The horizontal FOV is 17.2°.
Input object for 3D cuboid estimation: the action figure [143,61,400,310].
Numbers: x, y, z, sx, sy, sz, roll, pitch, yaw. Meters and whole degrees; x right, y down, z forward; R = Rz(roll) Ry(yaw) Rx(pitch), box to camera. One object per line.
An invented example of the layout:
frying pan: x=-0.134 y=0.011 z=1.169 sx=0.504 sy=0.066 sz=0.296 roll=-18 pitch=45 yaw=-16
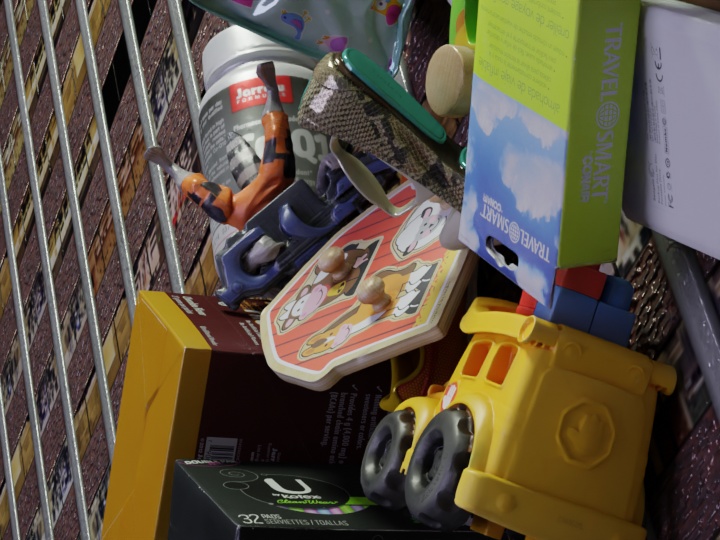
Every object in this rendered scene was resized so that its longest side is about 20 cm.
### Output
action figure: x=-0.038 y=-0.055 z=1.746 sx=0.194 sy=0.199 sz=0.105 roll=56 pitch=173 yaw=18

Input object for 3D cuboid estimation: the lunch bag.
lunch bag: x=-0.052 y=-0.231 z=1.696 sx=0.171 sy=0.198 sz=0.123 roll=-78 pitch=4 yaw=-68

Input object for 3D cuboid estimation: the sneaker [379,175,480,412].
sneaker: x=0.041 y=0.004 z=1.640 sx=0.073 sy=0.077 sz=0.201 roll=127 pitch=146 yaw=-55

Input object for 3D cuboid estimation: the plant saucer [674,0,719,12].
plant saucer: x=0.192 y=-0.169 z=1.288 sx=0.200 sy=0.029 sz=0.202 roll=167 pitch=90 yaw=-71

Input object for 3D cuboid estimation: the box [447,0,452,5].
box: x=0.097 y=-0.242 z=1.595 sx=0.119 sy=0.041 sz=0.201 roll=-120 pitch=42 yaw=-54

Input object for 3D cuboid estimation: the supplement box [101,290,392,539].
supplement box: x=-0.064 y=0.132 z=1.713 sx=0.133 sy=0.198 sz=0.199 roll=-139 pitch=57 yaw=-64

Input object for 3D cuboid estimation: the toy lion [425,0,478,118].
toy lion: x=0.120 y=-0.193 z=1.469 sx=0.200 sy=0.068 sz=0.193 roll=-2 pitch=84 yaw=60

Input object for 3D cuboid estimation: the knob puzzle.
knob puzzle: x=0.000 y=0.000 z=1.581 sx=0.219 sy=0.030 sz=0.220 roll=-34 pitch=25 yaw=18

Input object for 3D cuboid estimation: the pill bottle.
pill bottle: x=-0.069 y=-0.091 z=1.881 sx=0.114 sy=0.113 sz=0.201 roll=127 pitch=141 yaw=-53

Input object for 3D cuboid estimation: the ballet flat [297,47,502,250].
ballet flat: x=0.047 y=-0.060 z=1.496 sx=0.076 sy=0.199 sz=0.068 roll=-56 pitch=1 yaw=21

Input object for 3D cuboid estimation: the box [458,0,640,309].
box: x=0.107 y=-0.094 z=1.360 sx=0.122 sy=0.047 sz=0.202 roll=-139 pitch=48 yaw=-57

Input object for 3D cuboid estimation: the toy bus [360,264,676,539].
toy bus: x=0.100 y=0.073 z=1.433 sx=0.200 sy=0.135 sz=0.194 roll=-176 pitch=103 yaw=-71

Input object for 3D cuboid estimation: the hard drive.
hard drive: x=0.191 y=-0.072 z=1.271 sx=0.200 sy=0.026 sz=0.133 roll=-149 pitch=49 yaw=-64

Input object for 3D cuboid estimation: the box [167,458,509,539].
box: x=-0.017 y=0.206 z=1.584 sx=0.148 sy=0.198 sz=0.125 roll=-149 pitch=64 yaw=-65
